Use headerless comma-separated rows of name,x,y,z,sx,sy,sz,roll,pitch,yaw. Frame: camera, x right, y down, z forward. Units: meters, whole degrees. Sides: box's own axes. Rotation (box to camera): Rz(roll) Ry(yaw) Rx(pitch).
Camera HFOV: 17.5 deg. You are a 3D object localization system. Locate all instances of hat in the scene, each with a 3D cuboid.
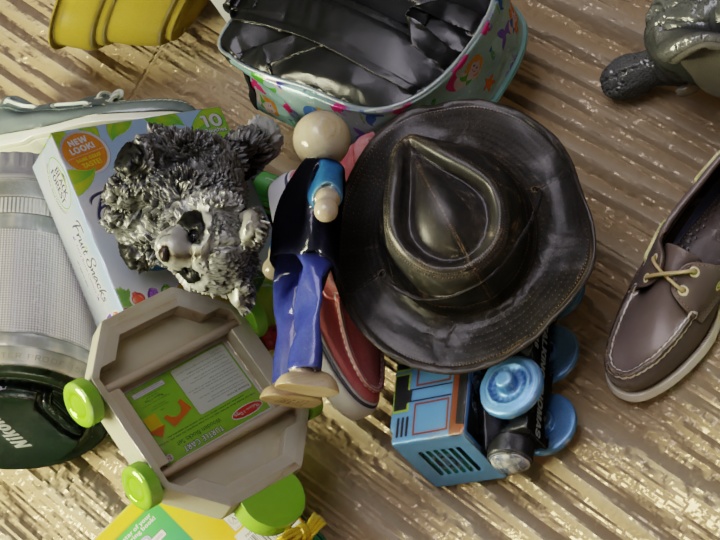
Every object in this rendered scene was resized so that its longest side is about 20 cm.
hat,0.054,-0.037,1.547,0.201,0.081,0.201,-8,66,18

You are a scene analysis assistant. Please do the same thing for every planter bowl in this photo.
planter bowl,-0.161,-0.243,1.879,0.083,0.200,0.200,32,74,3

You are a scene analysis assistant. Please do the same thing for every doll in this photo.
doll,-0.037,-0.012,1.568,0.048,0.136,0.200,9,74,-16

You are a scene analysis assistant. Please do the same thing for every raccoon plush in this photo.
raccoon plush,-0.080,-0.053,1.602,0.134,0.097,0.200,23,47,30

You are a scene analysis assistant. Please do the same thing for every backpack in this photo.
backpack,0.020,-0.167,1.730,0.200,0.151,0.178,20,68,38

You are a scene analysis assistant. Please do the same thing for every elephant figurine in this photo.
elephant figurine,0.256,-0.168,1.614,0.200,0.155,0.142,3,25,13

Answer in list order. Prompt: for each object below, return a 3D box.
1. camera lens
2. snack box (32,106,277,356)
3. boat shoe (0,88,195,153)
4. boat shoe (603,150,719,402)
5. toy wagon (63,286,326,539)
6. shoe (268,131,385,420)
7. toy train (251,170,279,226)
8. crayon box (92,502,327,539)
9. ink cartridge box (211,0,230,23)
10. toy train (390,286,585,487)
camera lens,-0.254,0.034,1.724,0.160,0.160,0.200,-15,54,17
snack box,-0.133,-0.013,1.683,0.142,0.053,0.200,-11,66,-32
boat shoe,-0.213,-0.122,1.864,0.200,0.073,0.062,-7,60,28
boat shoe,0.223,-0.004,1.584,0.072,0.060,0.200,28,74,36
toy wagon,-0.098,0.106,1.569,0.155,0.040,0.200,-27,75,-35
shoe,0.000,0.000,1.634,0.091,0.071,0.200,-29,57,23
toy train,-0.027,-0.031,1.727,0.200,0.042,0.056,22,94,34
crayon box,-0.131,0.220,1.609,0.200,0.058,0.119,-45,51,-7
ink cartridge box,-0.051,-0.290,1.848,0.085,0.145,0.200,10,64,32
toy train,0.086,0.050,1.601,0.114,0.087,0.200,-10,56,26
